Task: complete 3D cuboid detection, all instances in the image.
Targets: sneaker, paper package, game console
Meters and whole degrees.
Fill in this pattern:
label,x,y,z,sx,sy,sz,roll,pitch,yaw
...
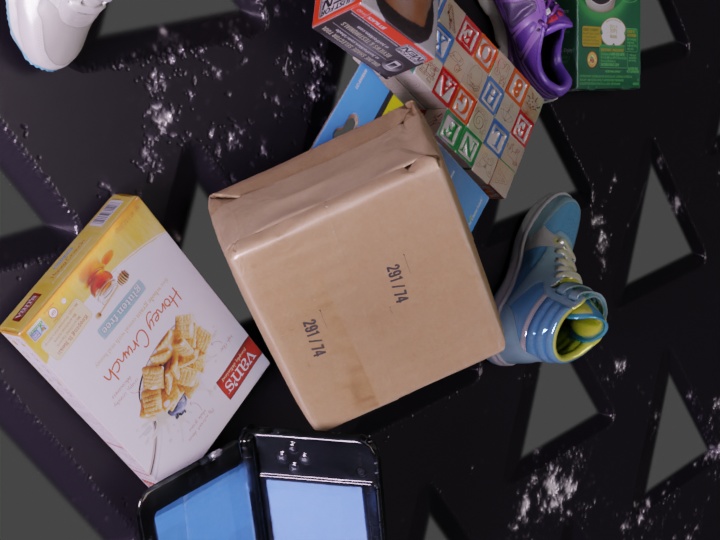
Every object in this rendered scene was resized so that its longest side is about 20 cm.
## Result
label,x,y,z,sx,sy,sz,roll,pitch,yaw
sneaker,0.212,0.012,1.324,0.079,0.129,0.202,36,69,-37
sneaker,0.171,-0.267,1.293,0.080,0.083,0.203,-33,115,-36
paper package,0.000,0.000,1.059,0.188,0.104,0.202,-23,126,2
game console,-0.072,0.243,1.066,0.117,0.173,0.203,-61,150,-59
sneaker,-0.187,-0.228,0.916,0.076,0.080,0.202,-21,141,-62

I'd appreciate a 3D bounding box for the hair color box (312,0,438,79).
label,x,y,z,sx,sy,sz,roll,pitch,yaw
hair color box,0.019,-0.281,1.125,0.101,0.061,0.203,26,59,-42

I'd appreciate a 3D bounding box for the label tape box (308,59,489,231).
label,x,y,z,sx,sy,sz,roll,pitch,yaw
label tape box,0.013,-0.068,1.172,0.200,0.063,0.145,44,65,-32

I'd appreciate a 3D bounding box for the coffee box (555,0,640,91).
label,x,y,z,sx,sy,sz,roll,pitch,yaw
coffee box,0.252,-0.295,1.392,0.122,0.044,0.204,-9,100,-43

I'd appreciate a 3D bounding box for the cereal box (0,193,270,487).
label,x,y,z,sx,sy,sz,roll,pitch,yaw
cereal box,-0.171,0.061,1.027,0.145,0.039,0.201,-54,127,-25

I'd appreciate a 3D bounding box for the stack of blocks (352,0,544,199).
label,x,y,z,sx,sy,sz,roll,pitch,yaw
stack of blocks,0.083,-0.169,1.233,0.199,0.058,0.116,39,68,-39
